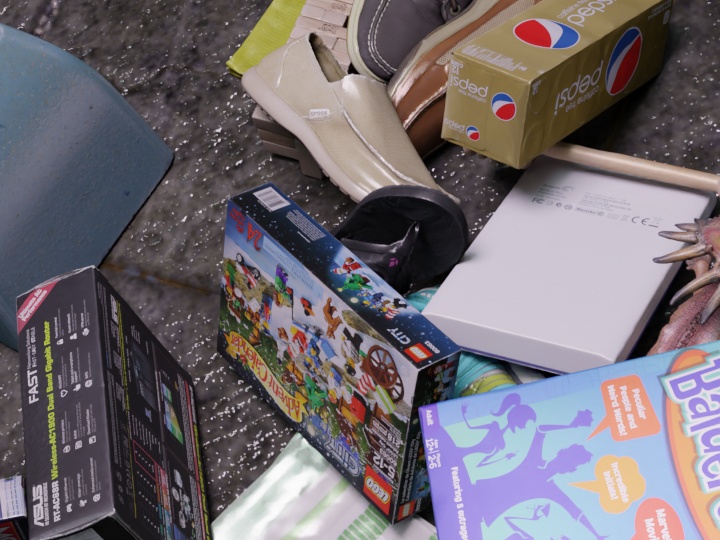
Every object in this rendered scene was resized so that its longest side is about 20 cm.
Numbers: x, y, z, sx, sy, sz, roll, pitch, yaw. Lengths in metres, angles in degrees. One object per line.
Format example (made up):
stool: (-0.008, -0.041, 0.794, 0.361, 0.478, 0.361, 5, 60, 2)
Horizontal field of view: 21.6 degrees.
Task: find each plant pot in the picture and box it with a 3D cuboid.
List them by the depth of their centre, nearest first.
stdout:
plant pot: (-0.294, -0.096, 1.381, 0.196, 0.200, 0.197, 23, 69, 28)

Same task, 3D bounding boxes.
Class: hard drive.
hard drive: (0.141, -0.007, 1.249, 0.132, 0.025, 0.200, 13, 41, 24)

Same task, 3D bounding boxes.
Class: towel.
towel: (-0.016, 0.206, 1.222, 0.153, 0.023, 0.200, -45, 58, -11)
towel: (-0.020, -0.222, 1.478, 0.086, 0.018, 0.200, 24, 70, 28)

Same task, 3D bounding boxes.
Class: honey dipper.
honey dipper: (0.167, -0.074, 1.287, 0.200, 0.038, 0.038, 16, 66, 21)

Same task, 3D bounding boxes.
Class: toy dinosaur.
toy dinosaur: (0.213, 0.042, 1.167, 0.086, 0.136, 0.200, 21, 89, 21)

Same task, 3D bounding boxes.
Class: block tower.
block tower: (-0.019, -0.172, 1.416, 0.058, 0.054, 0.200, 16, 69, 14)

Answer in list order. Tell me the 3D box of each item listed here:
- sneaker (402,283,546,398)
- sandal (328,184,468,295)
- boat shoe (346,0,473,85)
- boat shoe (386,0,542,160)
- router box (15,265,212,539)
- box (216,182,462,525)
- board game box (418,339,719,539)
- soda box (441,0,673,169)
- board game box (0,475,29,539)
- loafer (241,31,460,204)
sneaker: (0.075, 0.088, 1.222, 0.079, 0.078, 0.200, -4, 44, -19)
sandal: (0.000, 0.001, 1.265, 0.200, 0.075, 0.048, -29, 32, 49)
boat shoe: (0.060, -0.221, 1.389, 0.066, 0.072, 0.201, -11, 39, 54)
boat shoe: (0.088, -0.144, 1.366, 0.074, 0.076, 0.200, 35, 76, 28)
router box: (-0.158, 0.119, 1.227, 0.062, 0.150, 0.200, -21, 49, 12)
box: (-0.020, 0.052, 1.234, 0.038, 0.137, 0.200, -22, 47, -33)
board game box: (0.139, 0.123, 0.969, 0.200, 0.045, 0.152, -13, 57, 8)
soda box: (0.138, -0.142, 1.295, 0.064, 0.068, 0.200, 25, 37, 28)
board game box: (-0.253, 0.189, 1.229, 0.199, 0.200, 0.062, -12, 57, -7)
loafer: (-0.001, -0.098, 1.299, 0.200, 0.076, 0.068, 42, 104, 25)
